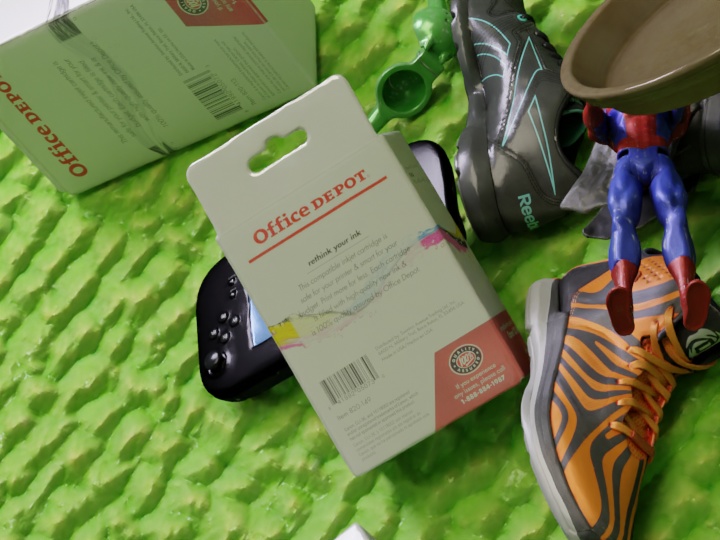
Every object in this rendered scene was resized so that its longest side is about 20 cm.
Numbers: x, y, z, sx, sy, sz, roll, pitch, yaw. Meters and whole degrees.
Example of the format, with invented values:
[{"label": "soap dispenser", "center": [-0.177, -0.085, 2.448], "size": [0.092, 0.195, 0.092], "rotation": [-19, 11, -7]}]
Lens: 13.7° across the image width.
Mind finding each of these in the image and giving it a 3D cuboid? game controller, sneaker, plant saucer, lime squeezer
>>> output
[{"label": "game controller", "center": [-0.021, 0.001, 1.793], "size": [0.199, 0.042, 0.105], "rotation": [-30, 54, 26]}, {"label": "sneaker", "center": [0.185, -0.112, 1.742], "size": [0.104, 0.060, 0.201], "rotation": [-4, 57, 29]}, {"label": "sneaker", "center": [0.100, -0.107, 1.806], "size": [0.079, 0.075, 0.201], "rotation": [-12, 58, 17]}, {"label": "plant saucer", "center": [0.194, -0.143, 1.553], "size": [0.199, 0.030, 0.200], "rotation": [-31, 19, 12]}, {"label": "lime squeezer", "center": [0.024, -0.131, 1.897], "size": [0.070, 0.038, 0.201], "rotation": [8, 62, 41]}, {"label": "sneaker", "center": [0.150, 0.061, 1.612], "size": [0.111, 0.078, 0.201], "rotation": [-23, 45, 22]}]

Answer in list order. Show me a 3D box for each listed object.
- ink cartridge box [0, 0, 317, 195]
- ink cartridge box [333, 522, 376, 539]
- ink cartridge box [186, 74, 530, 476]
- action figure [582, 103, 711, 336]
[{"label": "ink cartridge box", "center": [-0.148, -0.153, 1.963], "size": [0.199, 0.147, 0.083], "rotation": [-22, 44, 21]}, {"label": "ink cartridge box", "center": [-0.030, 0.254, 1.582], "size": [0.200, 0.084, 0.145], "rotation": [-40, 42, 2]}, {"label": "ink cartridge box", "center": [0.000, 0.000, 1.696], "size": [0.116, 0.201, 0.067], "rotation": [-30, -2, 12]}, {"label": "action figure", "center": [0.155, -0.069, 1.622], "size": [0.065, 0.099, 0.201], "rotation": [-3, 40, 2]}]
